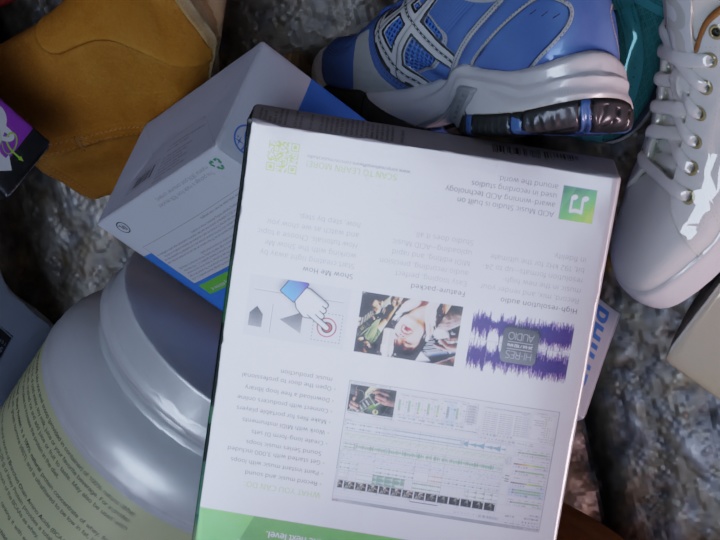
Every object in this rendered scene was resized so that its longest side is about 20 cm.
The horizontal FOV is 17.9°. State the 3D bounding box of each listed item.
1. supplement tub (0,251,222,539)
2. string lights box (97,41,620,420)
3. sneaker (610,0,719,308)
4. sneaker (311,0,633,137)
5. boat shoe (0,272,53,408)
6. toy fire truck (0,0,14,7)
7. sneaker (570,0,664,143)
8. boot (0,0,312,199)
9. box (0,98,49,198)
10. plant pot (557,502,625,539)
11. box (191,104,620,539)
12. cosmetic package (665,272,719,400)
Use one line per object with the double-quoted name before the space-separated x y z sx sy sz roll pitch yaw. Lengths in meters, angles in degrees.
"supplement tub" -0.103 0.100 1.045 0.145 0.145 0.200 37 117 2
"string lights box" 0.000 0.000 0.964 0.199 0.059 0.103 36 146 -21
"sneaker" 0.138 -0.083 0.915 0.084 0.073 0.201 17 106 -32
"sneaker" 0.045 -0.093 0.931 0.199 0.075 0.078 5 96 57
"boat shoe" -0.198 0.006 1.039 0.066 0.200 0.070 24 77 22
"toy fire truck" -0.152 -0.210 0.975 0.166 0.112 0.202 2 112 -2
"sneaker" 0.099 -0.145 0.921 0.077 0.080 0.202 13 114 14
"boot" -0.115 -0.105 0.981 0.143 0.071 0.202 -11 136 24
"box" -0.239 -0.103 0.994 0.200 0.036 0.143 43 162 -18
"plant pot" 0.042 0.170 1.010 0.199 0.200 0.141 23 98 9
"box" 0.014 0.045 0.887 0.143 0.036 0.202 9 103 0
"cosmetic package" 0.239 0.047 0.950 0.199 0.073 0.104 35 117 4
